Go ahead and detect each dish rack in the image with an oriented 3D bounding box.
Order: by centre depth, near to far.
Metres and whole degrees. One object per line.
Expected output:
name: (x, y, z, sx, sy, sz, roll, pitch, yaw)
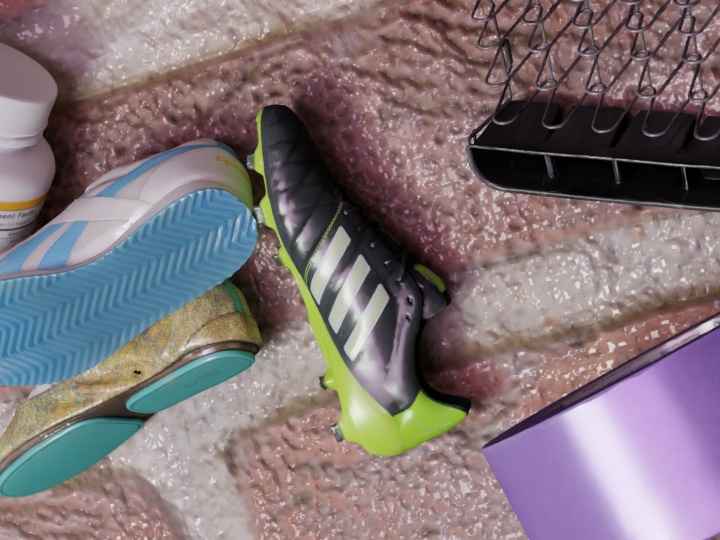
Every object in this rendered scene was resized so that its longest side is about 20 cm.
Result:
dish rack: (0.117, -0.127, 1.433, 0.153, 0.055, 0.200, 5, 131, 24)

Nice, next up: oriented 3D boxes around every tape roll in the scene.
tape roll: (0.165, 0.075, 1.411, 0.200, 0.200, 0.085, -31, 87, 29)

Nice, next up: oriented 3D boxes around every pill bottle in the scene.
pill bottle: (-0.241, -0.030, 1.640, 0.109, 0.109, 0.200, 32, 114, 16)

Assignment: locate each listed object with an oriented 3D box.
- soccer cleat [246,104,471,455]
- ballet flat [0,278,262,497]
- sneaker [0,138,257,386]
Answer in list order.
soccer cleat: (0.000, 0.000, 1.560, 0.081, 0.068, 0.200, -19, 94, 11)
ballet flat: (-0.139, 0.061, 1.642, 0.200, 0.071, 0.071, -32, 87, 29)
sneaker: (-0.146, -0.003, 1.594, 0.200, 0.081, 0.077, -25, 121, 11)
